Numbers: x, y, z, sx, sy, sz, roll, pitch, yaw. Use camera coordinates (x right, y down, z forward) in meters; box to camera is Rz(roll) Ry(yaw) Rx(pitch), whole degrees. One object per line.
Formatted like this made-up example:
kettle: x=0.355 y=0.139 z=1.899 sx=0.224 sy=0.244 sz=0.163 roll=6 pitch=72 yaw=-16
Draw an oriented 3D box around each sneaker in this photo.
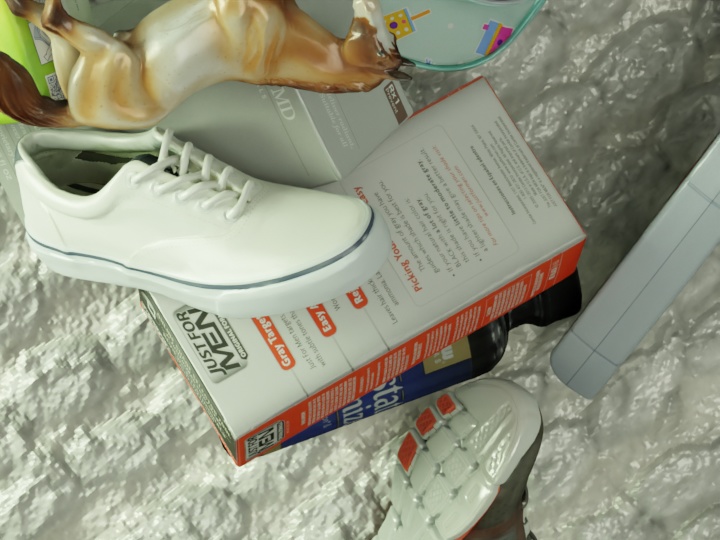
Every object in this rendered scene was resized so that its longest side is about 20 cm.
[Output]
sneaker: x=-0.082 y=-0.028 z=1.363 sx=0.073 sy=0.200 sz=0.071 roll=-60 pitch=142 yaw=-38
sneaker: x=0.061 y=0.132 z=1.564 sx=0.082 sy=0.077 sz=0.200 roll=3 pitch=136 yaw=-28

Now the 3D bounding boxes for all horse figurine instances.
horse figurine: x=-0.091 y=-0.112 z=1.314 sx=0.200 sy=0.050 sz=0.133 roll=-22 pitch=121 yaw=4

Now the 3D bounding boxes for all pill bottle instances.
pill bottle: x=0.008 y=0.016 z=1.520 sx=0.200 sy=0.112 sz=0.112 roll=-20 pitch=106 yaw=-7

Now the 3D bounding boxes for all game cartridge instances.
game cartridge: x=0.170 y=-0.025 z=1.495 sx=0.041 sy=0.133 sz=0.200 roll=35 pitch=129 yaw=1

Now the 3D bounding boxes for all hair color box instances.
hair color box: x=0.000 y=0.000 z=1.435 sx=0.200 sy=0.061 sz=0.102 roll=-29 pitch=76 yaw=-10

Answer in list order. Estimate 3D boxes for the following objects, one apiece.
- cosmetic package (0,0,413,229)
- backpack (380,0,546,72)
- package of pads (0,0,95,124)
cosmetic package: x=-0.087 y=-0.084 z=1.436 sx=0.090 sy=0.200 sz=0.107 roll=-45 pitch=113 yaw=-47
backpack: x=0.040 y=-0.200 z=1.461 sx=0.176 sy=0.153 sz=0.200 roll=27 pitch=103 yaw=-22
package of pads: x=-0.226 y=-0.143 z=1.400 sx=0.200 sy=0.068 sz=0.155 roll=-6 pitch=108 yaw=33
